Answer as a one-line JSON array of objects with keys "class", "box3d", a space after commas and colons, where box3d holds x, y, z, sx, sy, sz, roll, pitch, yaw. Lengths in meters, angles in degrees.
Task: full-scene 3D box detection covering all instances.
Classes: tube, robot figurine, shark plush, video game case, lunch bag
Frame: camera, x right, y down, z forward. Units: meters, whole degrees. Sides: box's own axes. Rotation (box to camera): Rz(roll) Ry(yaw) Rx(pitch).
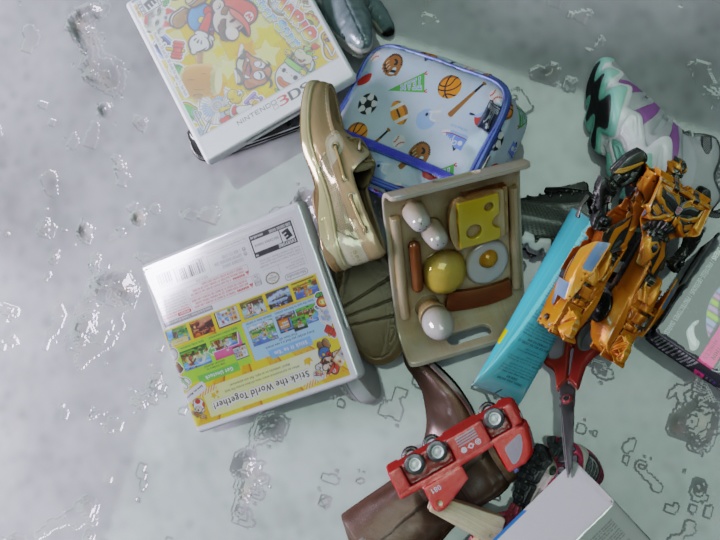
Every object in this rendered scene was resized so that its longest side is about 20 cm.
[{"class": "tube", "box3d": [0.184, 0.038, 1.251, 0.077, 0.050, 0.202, 24, 98, -35]}, {"class": "robot figurine", "box3d": [0.260, -0.014, 1.201, 0.144, 0.058, 0.202, 23, 102, -29]}, {"class": "shark plush", "box3d": [-0.019, -0.322, 1.352, 0.089, 0.083, 0.203, -8, 82, 5]}, {"class": "video game case", "box3d": [-0.112, 0.050, 1.285, 0.198, 0.023, 0.184, -20, 89, 23]}, {"class": "video game case", "box3d": [-0.127, -0.242, 1.332, 0.180, 0.023, 0.202, -29, 78, 1]}, {"class": "lunch bag", "box3d": [0.065, -0.136, 1.294, 0.199, 0.075, 0.162, 26, 83, 33]}]

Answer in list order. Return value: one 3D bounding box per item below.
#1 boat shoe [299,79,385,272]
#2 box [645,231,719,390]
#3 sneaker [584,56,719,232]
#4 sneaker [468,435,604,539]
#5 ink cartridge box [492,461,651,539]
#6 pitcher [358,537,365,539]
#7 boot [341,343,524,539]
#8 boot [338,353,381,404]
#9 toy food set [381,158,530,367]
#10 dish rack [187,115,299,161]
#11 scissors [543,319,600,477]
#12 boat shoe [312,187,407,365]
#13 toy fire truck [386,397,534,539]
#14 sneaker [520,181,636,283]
[{"class": "boat shoe", "box3d": [-0.014, -0.100, 1.255, 0.064, 0.071, 0.203, -15, 73, 16]}, {"class": "box", "box3d": [0.399, 0.070, 1.246, 0.199, 0.106, 0.123, 33, 88, 9]}, {"class": "sneaker", "box3d": [0.318, -0.134, 1.304, 0.138, 0.078, 0.203, -6, 67, -16]}, {"class": "sneaker", "box3d": [0.176, 0.265, 1.267, 0.201, 0.074, 0.081, -55, 42, 9]}, {"class": "ink cartridge box", "box3d": [0.223, 0.306, 1.200, 0.146, 0.084, 0.200, -43, 118, 0]}, {"class": "pitcher", "box3d": [-0.057, 0.372, 1.262, 0.198, 0.122, 0.173, -22, 115, 9]}, {"class": "boot", "box3d": [0.041, 0.202, 1.295, 0.199, 0.064, 0.187, -40, 80, 3]}, {"class": "boot", "box3d": [-0.063, 0.069, 1.325, 0.095, 0.073, 0.202, -34, 80, 17]}, {"class": "toy food set", "box3d": [0.103, -0.006, 1.229, 0.141, 0.202, 0.061, -15, 37, -11]}, {"class": "dish rack", "box3d": [-0.140, -0.237, 1.372, 0.151, 0.055, 0.203, -18, 80, 3]}, {"class": "scissors", "box3d": [0.200, 0.121, 1.250, 0.072, 0.014, 0.202, 0, 48, 29]}, {"class": "boat shoe", "box3d": [0.000, 0.000, 1.321, 0.071, 0.065, 0.203, -20, 85, -1]}, {"class": "toy fire truck", "box3d": [0.096, 0.231, 1.241, 0.198, 0.049, 0.142, -29, 93, -1]}, {"class": "sneaker", "box3d": [0.198, -0.056, 1.307, 0.198, 0.066, 0.092, 21, 83, 5]}]
